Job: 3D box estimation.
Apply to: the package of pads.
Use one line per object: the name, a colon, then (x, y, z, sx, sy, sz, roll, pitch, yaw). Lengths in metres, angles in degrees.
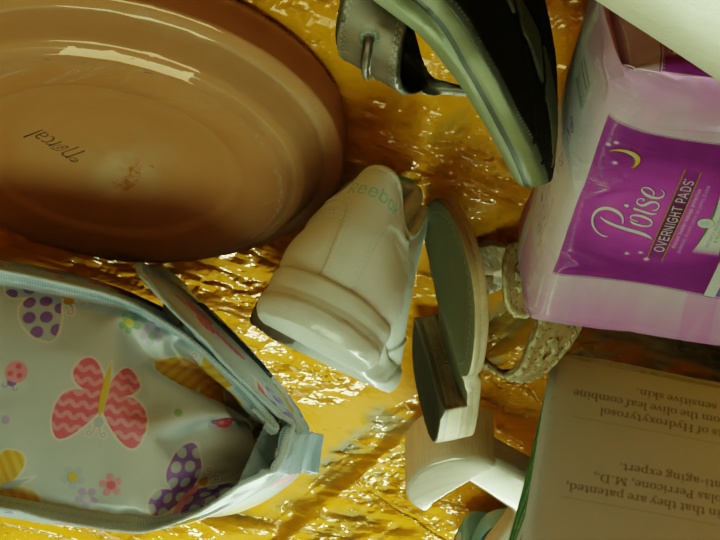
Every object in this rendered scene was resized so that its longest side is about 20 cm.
package of pads: (0.133, -0.044, 0.771, 0.120, 0.076, 0.200, 6, 150, -2)

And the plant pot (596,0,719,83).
plant pot: (0.114, -0.131, 0.536, 0.200, 0.201, 0.183, -11, 156, 28)

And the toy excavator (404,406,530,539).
toy excavator: (0.099, 0.156, 1.123, 0.194, 0.100, 0.200, 11, 137, -12)

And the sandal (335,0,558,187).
sandal: (0.010, -0.104, 0.696, 0.057, 0.080, 0.201, -22, 130, 32)

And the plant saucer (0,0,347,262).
plant saucer: (-0.106, -0.057, 0.844, 0.200, 0.032, 0.200, 5, 149, 3)

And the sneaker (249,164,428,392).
sneaker: (0.000, 0.000, 0.884, 0.075, 0.089, 0.200, 24, 173, -1)

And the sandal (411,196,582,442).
sandal: (0.068, 0.019, 0.919, 0.069, 0.078, 0.212, -12, 157, -8)

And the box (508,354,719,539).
box: (0.161, 0.178, 0.943, 0.200, 0.172, 0.199, 11, 141, 3)

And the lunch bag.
lunch bag: (-0.119, 0.056, 0.906, 0.200, 0.127, 0.170, 12, 177, 5)
